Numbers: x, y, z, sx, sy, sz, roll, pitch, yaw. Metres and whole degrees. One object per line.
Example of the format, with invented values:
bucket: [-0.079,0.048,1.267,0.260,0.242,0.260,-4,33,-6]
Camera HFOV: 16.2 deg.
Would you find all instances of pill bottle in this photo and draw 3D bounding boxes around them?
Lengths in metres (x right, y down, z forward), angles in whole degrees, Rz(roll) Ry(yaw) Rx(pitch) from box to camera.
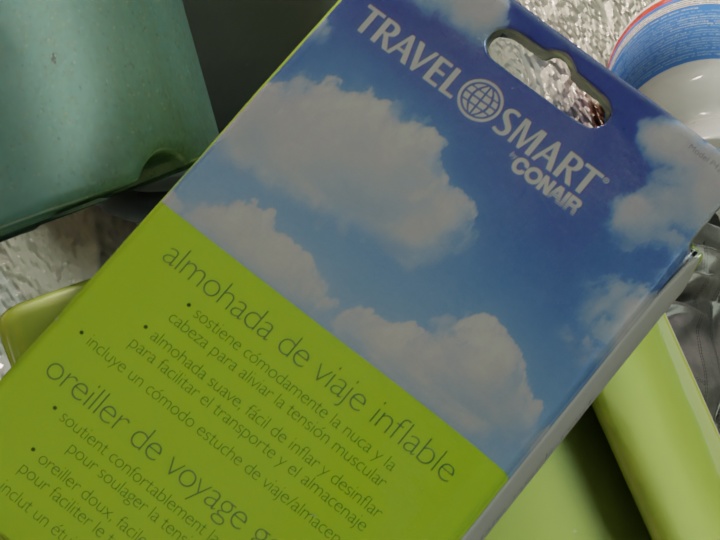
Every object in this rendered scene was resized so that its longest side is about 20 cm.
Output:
pill bottle: [0.178,-0.064,1.281,0.112,0.112,0.200,54,18,-15]

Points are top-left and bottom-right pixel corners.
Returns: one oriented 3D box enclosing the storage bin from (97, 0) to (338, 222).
storage bin: [-0.041,-0.137,0.917,0.135,0.145,0.200,83,0,-46]

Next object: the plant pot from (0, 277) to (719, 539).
plant pot: [0.018,0.083,0.781,0.200,0.181,0.199,85,-18,-79]

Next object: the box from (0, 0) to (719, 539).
box: [-0.004,0.020,0.671,0.122,0.200,0.048,37,-16,11]

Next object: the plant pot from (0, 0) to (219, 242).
plant pot: [-0.142,-0.101,0.757,0.200,0.200,0.197,-25,95,-62]

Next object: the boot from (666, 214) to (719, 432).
boot: [0.113,0.032,1.080,0.200,0.070,0.132,21,63,-49]
